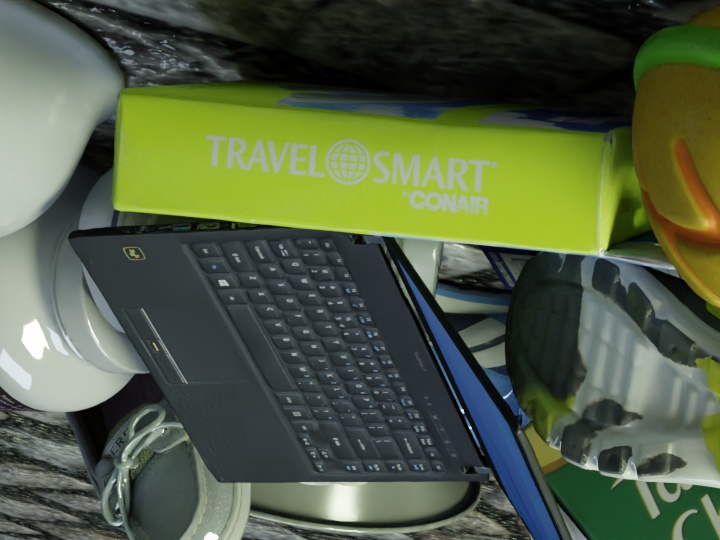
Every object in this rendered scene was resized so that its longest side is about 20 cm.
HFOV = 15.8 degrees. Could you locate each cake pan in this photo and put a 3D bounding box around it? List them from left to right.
[{"bbox_3d":[-0.032,0.076,1.320,0.200,0.037,0.200,12,-163,-4],"label":"cake pan"}]

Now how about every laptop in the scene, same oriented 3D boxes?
[{"bbox_3d":[-0.004,0.071,1.009,0.200,0.103,0.177,-2,141,20],"label":"laptop"}]

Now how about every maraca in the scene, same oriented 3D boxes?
[{"bbox_3d":[0.153,-0.021,0.826,0.137,0.107,0.200,30,171,30],"label":"maraca"}]

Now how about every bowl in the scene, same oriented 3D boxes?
[{"bbox_3d":[-0.198,-0.054,1.017,0.201,0.091,0.201,10,165,3],"label":"bowl"}]

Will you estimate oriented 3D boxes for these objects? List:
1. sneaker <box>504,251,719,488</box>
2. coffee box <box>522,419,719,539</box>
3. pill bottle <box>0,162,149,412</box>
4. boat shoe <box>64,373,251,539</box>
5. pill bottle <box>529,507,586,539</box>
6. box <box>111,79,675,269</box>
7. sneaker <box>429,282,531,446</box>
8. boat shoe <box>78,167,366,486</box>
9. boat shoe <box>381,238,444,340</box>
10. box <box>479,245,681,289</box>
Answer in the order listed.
[{"bbox_3d":[0.135,0.046,0.912,0.085,0.075,0.200,2,-162,-45],"label":"sneaker"},{"bbox_3d":[0.160,0.100,0.945,0.200,0.123,0.044,52,-178,25],"label":"coffee box"},{"bbox_3d":[-0.169,0.008,1.180,0.200,0.113,0.112,-1,161,39],"label":"pill bottle"},{"bbox_3d":[-0.109,0.066,1.217,0.065,0.202,0.074,24,119,-39],"label":"boat shoe"},{"bbox_3d":[0.166,0.088,1.153,0.113,0.113,0.200,19,149,-27],"label":"pill bottle"},{"bbox_3d":[0.027,-0.036,0.919,0.200,0.048,0.122,6,-173,17],"label":"box"},{"bbox_3d":[0.058,0.054,1.248,0.200,0.082,0.074,8,164,5],"label":"sneaker"},{"bbox_3d":[-0.047,0.029,1.110,0.070,0.071,0.200,13,147,39],"label":"boat shoe"},{"bbox_3d":[0.000,0.000,1.100,0.067,0.074,0.200,11,166,0],"label":"boat shoe"},{"bbox_3d":[0.145,-0.014,1.021,0.200,0.032,0.121,6,165,15],"label":"box"}]
